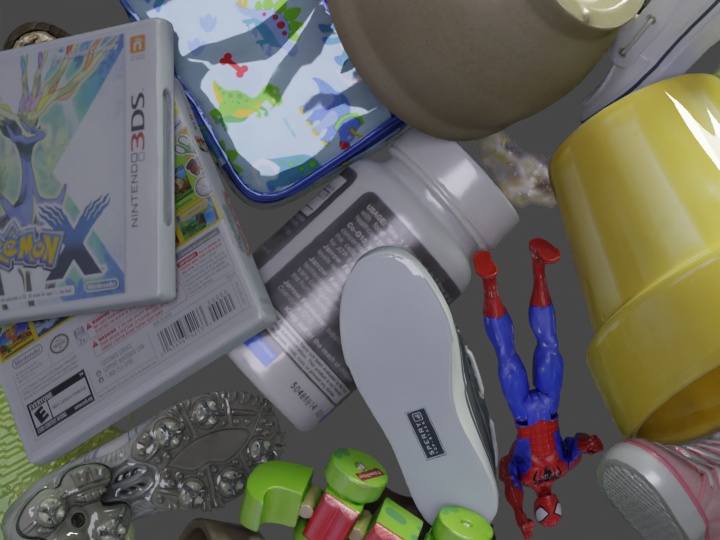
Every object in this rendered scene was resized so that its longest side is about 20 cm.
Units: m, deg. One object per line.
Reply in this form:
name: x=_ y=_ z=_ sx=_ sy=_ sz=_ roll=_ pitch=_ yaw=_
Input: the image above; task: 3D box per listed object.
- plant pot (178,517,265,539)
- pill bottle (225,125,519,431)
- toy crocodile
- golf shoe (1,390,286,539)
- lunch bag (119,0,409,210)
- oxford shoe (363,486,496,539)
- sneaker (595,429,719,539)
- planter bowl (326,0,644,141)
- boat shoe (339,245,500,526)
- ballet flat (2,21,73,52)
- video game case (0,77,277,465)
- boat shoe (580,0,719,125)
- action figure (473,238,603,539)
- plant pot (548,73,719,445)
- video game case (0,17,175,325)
plant pot: x=-0.033 y=0.265 z=1.292 sx=0.173 sy=0.200 sz=0.201 roll=8 pitch=86 yaw=-15
pill bottle: x=0.000 y=0.000 z=1.333 sx=0.200 sy=0.114 sz=0.114 roll=-42 pitch=87 yaw=-2
toy crocodile: x=0.020 y=0.171 z=1.264 sx=0.200 sy=0.062 sz=0.068 roll=28 pitch=114 yaw=-1
golf shoe: x=-0.148 y=0.131 z=1.346 sx=0.200 sy=0.097 sz=0.078 roll=-21 pitch=100 yaw=-29
lunch bag: x=-0.056 y=-0.156 z=1.361 sx=0.161 sy=0.082 sz=0.200 roll=-30 pitch=88 yaw=-5
oxford shoe: x=0.069 y=0.184 z=1.344 sx=0.200 sy=0.073 sz=0.085 roll=24 pitch=76 yaw=-3
sneaker: x=0.218 y=0.130 z=1.297 sx=0.075 sy=0.200 sz=0.105 roll=31 pitch=78 yaw=35
planter bowl: x=0.094 y=-0.190 z=1.257 sx=0.200 sy=0.135 sz=0.201 roll=10 pitch=76 yaw=-41
boat shoe: x=0.043 y=0.068 z=1.285 sx=0.072 sy=0.068 sz=0.200 roll=-17 pitch=111 yaw=17
ballet flat: x=-0.179 y=-0.082 z=1.372 sx=0.067 sy=0.046 sz=0.200 roll=-29 pitch=87 yaw=-2
video game case: x=-0.166 y=0.001 z=1.319 sx=0.200 sy=0.023 sz=0.182 roll=-32 pitch=69 yaw=22
boat shoe: x=0.197 y=-0.163 z=1.320 sx=0.067 sy=0.074 sz=0.200 roll=43 pitch=131 yaw=-3
action figure: x=0.117 y=0.092 z=1.308 sx=0.065 sy=0.099 sz=0.200 roll=-13 pitch=118 yaw=-6
plant pot: x=0.216 y=-0.013 z=1.303 sx=0.200 sy=0.201 sz=0.189 roll=-26 pitch=71 yaw=-1
video game case: x=-0.206 y=-0.059 z=1.324 sx=0.200 sy=0.022 sz=0.183 roll=-8 pitch=77 yaw=30
